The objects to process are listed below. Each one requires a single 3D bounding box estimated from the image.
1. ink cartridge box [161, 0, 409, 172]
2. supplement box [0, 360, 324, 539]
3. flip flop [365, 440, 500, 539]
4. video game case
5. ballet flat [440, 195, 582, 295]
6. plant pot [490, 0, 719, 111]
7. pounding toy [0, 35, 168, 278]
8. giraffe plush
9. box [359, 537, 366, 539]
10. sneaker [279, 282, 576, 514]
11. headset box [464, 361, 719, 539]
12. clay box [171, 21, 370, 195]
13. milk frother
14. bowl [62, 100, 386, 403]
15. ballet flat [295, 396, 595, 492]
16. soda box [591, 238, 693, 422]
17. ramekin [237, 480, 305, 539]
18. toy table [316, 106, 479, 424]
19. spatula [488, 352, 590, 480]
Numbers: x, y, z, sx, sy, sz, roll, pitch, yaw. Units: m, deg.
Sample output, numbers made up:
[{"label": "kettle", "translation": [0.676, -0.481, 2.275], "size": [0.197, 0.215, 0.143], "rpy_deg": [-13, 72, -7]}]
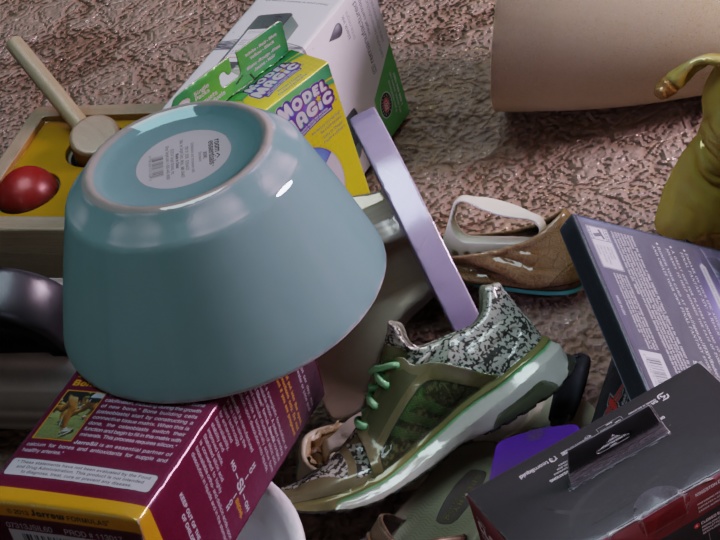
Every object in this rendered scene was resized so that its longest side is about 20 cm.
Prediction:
[{"label": "ink cartridge box", "translation": [-0.054, -0.122, 1.465], "size": [0.084, 0.146, 0.200], "rpy_deg": [8, 45, 30]}, {"label": "supplement box", "translation": [-0.116, 0.101, 1.099], "size": [0.110, 0.086, 0.200], "rpy_deg": [4, 39, 27]}, {"label": "flip flop", "translation": [0.034, 0.162, 1.084], "size": [0.081, 0.058, 0.200], "rpy_deg": [12, 45, 31]}, {"label": "video game case", "translation": [0.221, 0.041, 1.124], "size": [0.199, 0.019, 0.143], "rpy_deg": [13, 43, -33]}, {"label": "ballet flat", "translation": [0.065, -0.017, 1.341], "size": [0.199, 0.073, 0.068], "rpy_deg": [-2, 20, 21]}, {"label": "plant pot", "translation": [0.214, -0.203, 1.450], "size": [0.199, 0.188, 0.188], "rpy_deg": [9, 43, 11]}, {"label": "pounding toy", "translation": [-0.214, -0.074, 1.472], "size": [0.183, 0.142, 0.200], "rpy_deg": [1, 41, 22]}, {"label": "giraffe plush", "translation": [0.299, -0.069, 1.210], "size": [0.172, 0.200, 0.162], "rpy_deg": [-29, 40, -16]}, {"label": "box", "translation": [0.081, 0.186, 1.116], "size": [0.199, 0.042, 0.119], "rpy_deg": [-19, 37, -5]}, {"label": "sneaker", "translation": [0.027, 0.076, 1.144], "size": [0.200, 0.089, 0.077], "rpy_deg": [-32, 2, -3]}, {"label": "headset box", "translation": [0.149, 0.155, 0.991], "size": [0.149, 0.200, 0.077], "rpy_deg": [-28, 39, -12]}, {"label": "clay box", "translation": [-0.057, -0.066, 1.351], "size": [0.115, 0.200, 0.048], "rpy_deg": [-40, 43, -26]}, {"label": "milk frother", "translation": [-0.254, 0.098, 1.308], "size": [0.187, 0.180, 0.201], "rpy_deg": [-1, 83, 22]}, {"label": "bowl", "translation": [-0.094, -0.025, 1.099], "size": [0.200, 0.105, 0.201], "rpy_deg": [-11, 35, 8]}, {"label": "ballet flat", "translation": [0.052, 0.104, 1.206], "size": [0.199, 0.070, 0.070], "rpy_deg": [-16, 37, 2]}, {"label": "soda box", "translation": [0.190, 0.068, 1.146], "size": [0.063, 0.071, 0.200], "rpy_deg": [33, 36, -4]}, {"label": "ramekin", "translation": [-0.116, 0.216, 1.110], "size": [0.200, 0.098, 0.201], "rpy_deg": [-11, 37, 9]}, {"label": "toy table", "translation": [0.000, 0.000, 1.252], "size": [0.117, 0.184, 0.200], "rpy_deg": [-25, 58, 2]}, {"label": "spatula", "translation": [0.119, 0.092, 1.153], "size": [0.056, 0.021, 0.200], "rpy_deg": [-14, 13, 19]}]
